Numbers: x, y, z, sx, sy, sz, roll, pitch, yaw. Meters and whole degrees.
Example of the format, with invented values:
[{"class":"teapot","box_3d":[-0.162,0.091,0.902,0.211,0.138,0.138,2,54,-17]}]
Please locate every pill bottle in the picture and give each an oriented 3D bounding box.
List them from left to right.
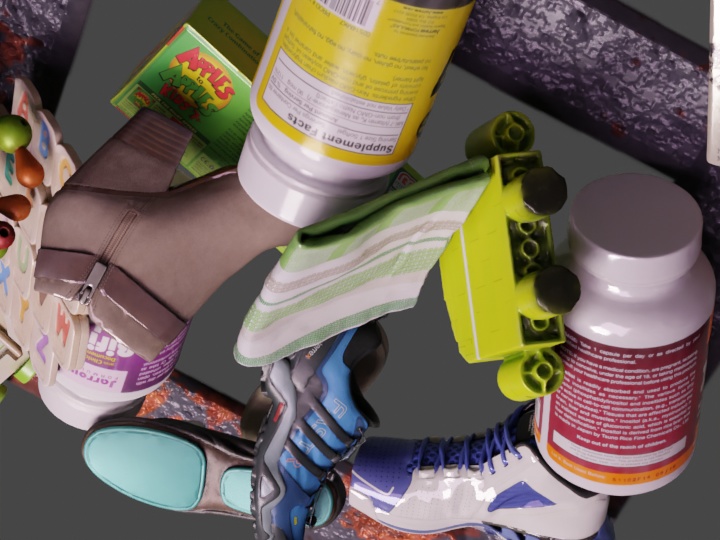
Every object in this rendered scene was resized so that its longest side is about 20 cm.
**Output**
[{"class":"pill bottle","box_3d":[-0.176,0.023,1.697,0.112,0.113,0.201,26,134,4]},{"class":"pill bottle","box_3d":[-0.004,-0.130,1.457,0.114,0.114,0.201,25,123,4]},{"class":"pill bottle","box_3d":[0.174,0.041,1.538,0.112,0.113,0.201,14,133,15]}]

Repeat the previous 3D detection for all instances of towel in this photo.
[{"class":"towel","box_3d":[0.000,0.000,1.522,0.031,0.148,0.200,60,157,13]}]

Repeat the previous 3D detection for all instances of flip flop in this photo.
[{"class":"flip flop","box_3d":[-0.041,0.087,1.722,0.081,0.058,0.200,32,135,-2]}]

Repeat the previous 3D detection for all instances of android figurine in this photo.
[{"class":"android figurine","box_3d":[0.093,-0.006,1.515,0.041,0.184,0.200,-6,173,-14]}]

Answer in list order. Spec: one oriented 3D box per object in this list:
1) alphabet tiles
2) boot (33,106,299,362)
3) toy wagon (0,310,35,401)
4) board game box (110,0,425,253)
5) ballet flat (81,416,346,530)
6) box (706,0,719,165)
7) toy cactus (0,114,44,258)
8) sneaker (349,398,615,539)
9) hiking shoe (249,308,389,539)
[{"class":"alphabet tiles","box_3d":[-0.232,-0.025,1.655,0.200,0.014,0.197,54,142,41]},{"class":"boot","box_3d":[-0.110,-0.008,1.540,0.199,0.147,0.070,27,174,1]},{"class":"toy wagon","box_3d":[-0.339,0.049,1.852,0.155,0.040,0.200,42,134,-11]},{"class":"board game box","box_3d":[-0.061,-0.087,1.592,0.200,0.048,0.101,41,133,-11]},{"class":"ballet flat","box_3d":[-0.107,0.149,1.742,0.198,0.068,0.068,16,107,2]},{"class":"box","box_3d":[0.248,-0.154,1.367,0.082,0.069,0.201,9,131,19]},{"class":"toy cactus","box_3d":[-0.286,-0.086,1.643,0.201,0.102,0.165,64,159,13]},{"class":"sneaker","box_3d":[0.097,0.137,1.690,0.198,0.081,0.116,14,129,6]},{"class":"hiking shoe","box_3d":[-0.031,0.120,1.650,0.086,0.074,0.202,6,112,1]}]
